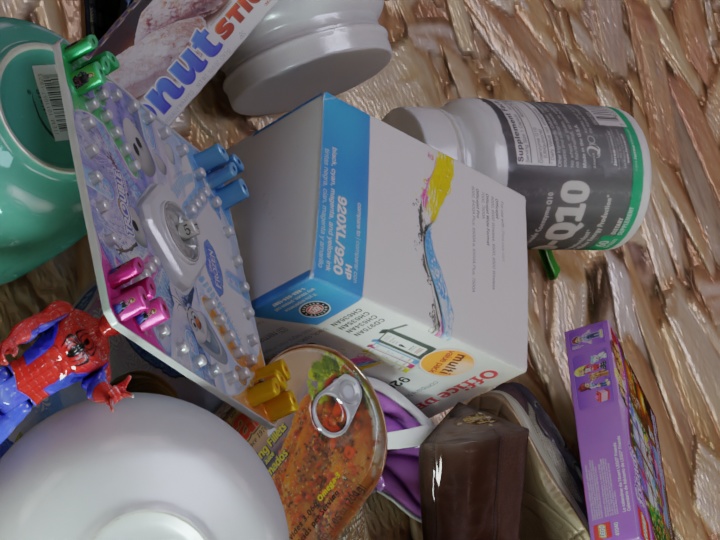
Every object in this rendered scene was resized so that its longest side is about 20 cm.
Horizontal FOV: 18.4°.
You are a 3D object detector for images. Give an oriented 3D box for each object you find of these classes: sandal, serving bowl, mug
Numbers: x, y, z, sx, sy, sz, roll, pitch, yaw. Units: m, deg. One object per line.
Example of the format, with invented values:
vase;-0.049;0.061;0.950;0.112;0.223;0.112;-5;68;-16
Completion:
sandal;0.018;0.129;1.540;0.202;0.083;0.050;28;21;-34
serving bowl;-0.131;0.176;1.306;0.198;0.066;0.202;-2;95;-17
mug;-0.233;-0.089;1.377;0.185;0.114;0.153;39;48;-26

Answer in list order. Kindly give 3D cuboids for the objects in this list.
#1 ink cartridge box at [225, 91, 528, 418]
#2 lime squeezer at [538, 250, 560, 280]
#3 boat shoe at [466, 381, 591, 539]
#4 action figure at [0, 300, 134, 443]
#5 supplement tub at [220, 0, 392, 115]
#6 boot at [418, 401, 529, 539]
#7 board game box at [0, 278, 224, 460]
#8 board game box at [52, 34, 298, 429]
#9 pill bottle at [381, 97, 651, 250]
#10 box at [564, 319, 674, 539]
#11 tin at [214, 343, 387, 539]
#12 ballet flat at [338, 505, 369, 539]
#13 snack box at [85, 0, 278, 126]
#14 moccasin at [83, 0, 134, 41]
ink cartridge box;0.000;0.000;1.543;0.199;0.147;0.146;24;55;-34
lime squeezer;0.101;-0.082;1.778;0.200;0.038;0.071;41;77;-24
boat shoe;0.147;0.174;1.662;0.065;0.072;0.201;-30;91;-48
action figure;-0.204;0.078;1.262;0.199;0.099;0.066;-36;100;-10
supplement tub;-0.065;-0.228;1.596;0.140;0.140;0.202;-9;77;-47
boot;0.112;0.189;1.570;0.185;0.064;0.202;-7;99;-44
board game box;-0.141;0.134;1.413;0.200;0.041;0.200;47;44;-18
board game box;-0.110;-0.024;1.363;0.200;0.026;0.201;40;31;-55
pill bottle;0.113;-0.073;1.698;0.198;0.113;0.114;1;69;-28
box;0.200;0.158;1.678;0.137;0.039;0.201;58;22;-46
tin;-0.058;0.133;1.426;0.112;0.042;0.200;54;50;-17
ballet flat;-0.039;0.222;1.459;0.201;0.070;0.066;-60;137;-39
snack box;-0.126;-0.155;1.494;0.072;0.024;0.200;42;86;-17
moccasin;-0.167;-0.219;1.536;0.068;0.080;0.202;1;69;-40
